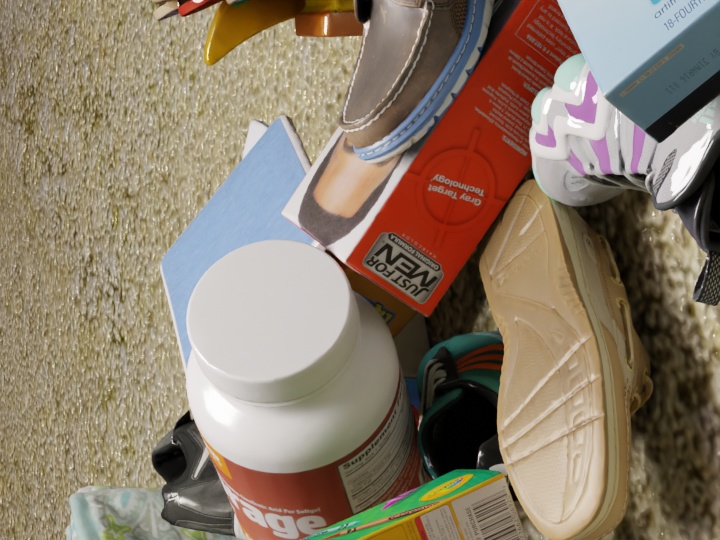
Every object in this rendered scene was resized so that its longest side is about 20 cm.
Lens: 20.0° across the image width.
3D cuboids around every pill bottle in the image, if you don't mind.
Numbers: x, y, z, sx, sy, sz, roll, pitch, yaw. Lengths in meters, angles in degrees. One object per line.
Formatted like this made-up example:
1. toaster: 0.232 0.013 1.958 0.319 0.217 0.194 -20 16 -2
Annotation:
1. pill bottle: -0.030 0.075 1.080 0.200 0.112 0.113 74 -177 -53

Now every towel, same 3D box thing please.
1. towel: -0.104 0.219 1.371 0.200 0.170 0.048 -115 37 -52

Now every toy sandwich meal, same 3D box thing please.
1. toy sandwich meal: -0.021 -0.158 1.194 0.205 0.204 0.071 -172 70 -69

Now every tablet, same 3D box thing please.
1. tablet: -0.068 -0.013 1.210 0.130 0.014 0.200 -50 23 11

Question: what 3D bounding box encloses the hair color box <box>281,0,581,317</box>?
1. hair color box: 0.051 -0.085 1.055 0.200 0.061 0.101 -57 27 1

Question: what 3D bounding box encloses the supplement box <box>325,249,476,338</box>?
1. supplement box: 0.000 0.000 1.173 0.200 0.066 0.069 -47 39 19

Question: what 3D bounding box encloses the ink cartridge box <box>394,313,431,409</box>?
1. ink cartridge box: -0.022 0.073 1.326 0.200 0.067 0.117 120 147 -50

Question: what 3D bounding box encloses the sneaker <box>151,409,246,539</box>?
1. sneaker: -0.098 0.117 1.425 0.200 0.090 0.067 -83 -5 -60

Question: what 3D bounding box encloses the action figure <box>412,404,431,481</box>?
1. action figure: 0.010 0.176 1.256 0.065 0.051 0.201 -133 53 -67

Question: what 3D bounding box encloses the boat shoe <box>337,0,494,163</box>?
1. boat shoe: 0.026 -0.149 1.018 0.072 0.072 0.201 -11 51 53

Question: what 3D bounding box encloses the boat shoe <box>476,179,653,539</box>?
1. boat shoe: 0.109 0.045 0.990 0.074 0.069 0.201 -38 42 36

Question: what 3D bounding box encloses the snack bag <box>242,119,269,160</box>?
1. snack bag: -0.064 0.004 1.326 0.200 0.021 0.190 -132 50 -65

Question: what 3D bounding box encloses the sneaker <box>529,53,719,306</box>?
1. sneaker: 0.139 -0.042 0.910 0.200 0.077 0.141 127 142 -56

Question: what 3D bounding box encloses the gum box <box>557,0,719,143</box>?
1. gum box: 0.147 -0.178 0.853 0.170 0.044 0.201 -39 41 21

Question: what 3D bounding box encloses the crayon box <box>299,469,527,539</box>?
1. crayon box: 0.041 0.209 0.970 0.058 0.118 0.201 -15 96 67

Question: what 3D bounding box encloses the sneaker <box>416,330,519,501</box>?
1. sneaker: 0.060 0.075 1.088 0.200 0.079 0.072 -154 67 -68
